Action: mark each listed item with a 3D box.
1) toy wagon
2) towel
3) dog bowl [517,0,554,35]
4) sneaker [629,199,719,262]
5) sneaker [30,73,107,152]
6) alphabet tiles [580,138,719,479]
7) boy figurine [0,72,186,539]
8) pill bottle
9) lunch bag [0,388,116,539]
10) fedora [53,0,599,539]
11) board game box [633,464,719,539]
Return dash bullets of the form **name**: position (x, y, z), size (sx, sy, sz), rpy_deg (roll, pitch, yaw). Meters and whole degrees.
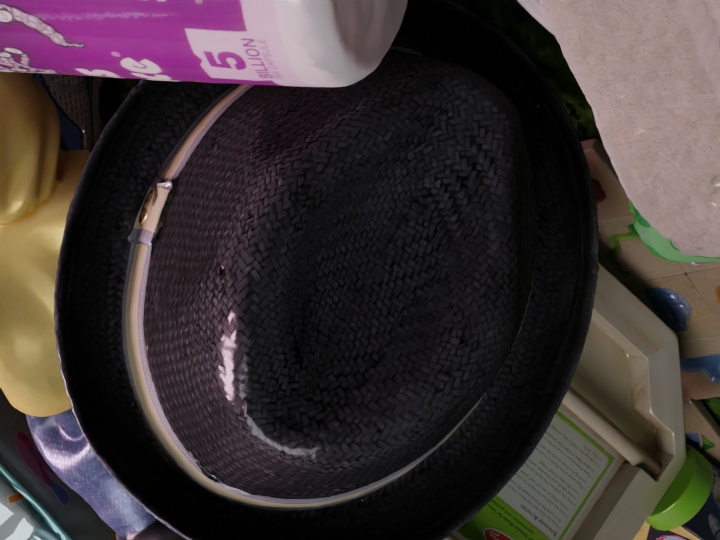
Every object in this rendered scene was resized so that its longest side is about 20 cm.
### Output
- **toy wagon**: position (0.032, 0.083, 0.945), size (0.155, 0.200, 0.040), rpy_deg (40, 169, -24)
- **towel**: position (0.116, -0.080, 0.743), size (0.132, 0.035, 0.200), rpy_deg (-2, 136, 28)
- **dog bowl**: position (0.116, -0.123, 0.766), size (0.199, 0.059, 0.200), rpy_deg (15, 143, 12)
- **sneaker**: position (0.172, -0.019, 0.839), size (0.199, 0.084, 0.074), rpy_deg (-2, 145, 31)
- **sneaker**: position (-0.130, -0.053, 0.962), size (0.077, 0.085, 0.200), rpy_deg (7, 140, 20)
- **alphabet tiles**: position (0.096, 0.028, 1.008), size (0.167, 0.008, 0.200), rpy_deg (-10, 132, 38)
- **boy figurine**: position (-0.106, 0.011, 0.918), size (0.124, 0.064, 0.200), rpy_deg (-31, 111, 3)
- **pill bottle**: position (-0.090, -0.116, 0.828), size (0.199, 0.113, 0.113), rpy_deg (4, 140, 18)
- **lunch bag**: position (-0.168, 0.041, 1.032), size (0.077, 0.160, 0.200), rpy_deg (-40, 101, 19)
- **fedora**: position (0.000, 0.000, 0.852), size (0.200, 0.201, 0.092), rpy_deg (32, 171, -11)
- **board game box**: position (0.112, 0.121, 1.081), size (0.200, 0.035, 0.135), rpy_deg (34, 144, -19)
